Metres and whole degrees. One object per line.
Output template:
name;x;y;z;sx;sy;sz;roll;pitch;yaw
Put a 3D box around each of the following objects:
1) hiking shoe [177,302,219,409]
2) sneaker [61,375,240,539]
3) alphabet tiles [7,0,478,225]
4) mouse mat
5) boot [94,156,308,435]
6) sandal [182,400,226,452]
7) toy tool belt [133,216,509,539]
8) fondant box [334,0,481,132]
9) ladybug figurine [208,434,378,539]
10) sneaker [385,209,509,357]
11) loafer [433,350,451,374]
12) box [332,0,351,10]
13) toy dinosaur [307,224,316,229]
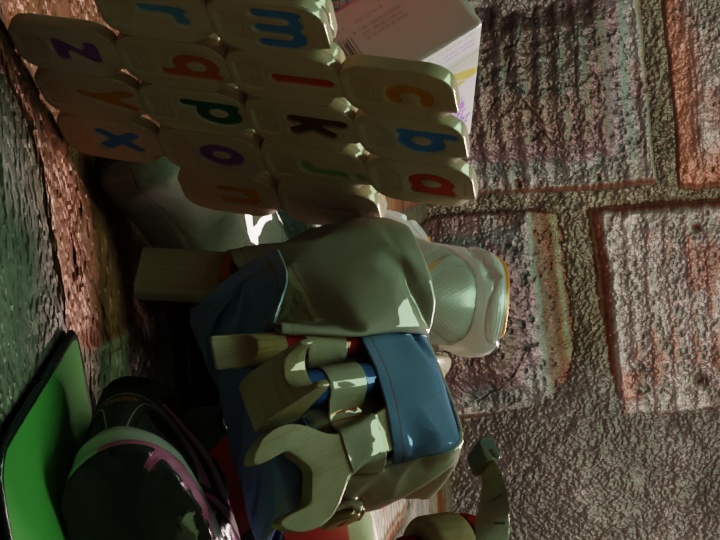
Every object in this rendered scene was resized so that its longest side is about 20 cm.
hiking shoe;-0.070;0.074;1.262;0.101;0.075;0.200;-72;149;-52
sneaker;-0.078;0.130;0.997;0.086;0.080;0.200;-90;173;-52
alphabet tiles;-0.048;-0.072;0.950;0.200;0.195;0.015;72;29;-63
mouse mat;-0.124;0.141;0.946;0.161;0.007;0.201;-75;160;-73
boot;-0.065;0.016;1.110;0.200;0.067;0.131;41;38;-61
sandal;-0.072;0.173;1.190;0.048;0.075;0.201;-17;95;-54
toy tool belt;-0.025;0.070;0.969;0.125;0.122;0.201;-59;-137;51
fondant box;-0.001;-0.103;1.360;0.058;0.144;0.200;56;-8;12
ladybug figurine;-0.053;0.162;1.087;0.072;0.136;0.201;-17;127;-42
sneaker;0.000;0.000;1.272;0.200;0.092;0.076;11;-88;58
loafer;0.005;0.073;1.259;0.200;0.075;0.069;14;89;-79
box;-0.052;-0.216;1.327;0.041;0.119;0.201;13;-65;64
toy dinosaur;-0.073;-0.030;1.344;0.200;0.047;0.088;147;-78;-77
